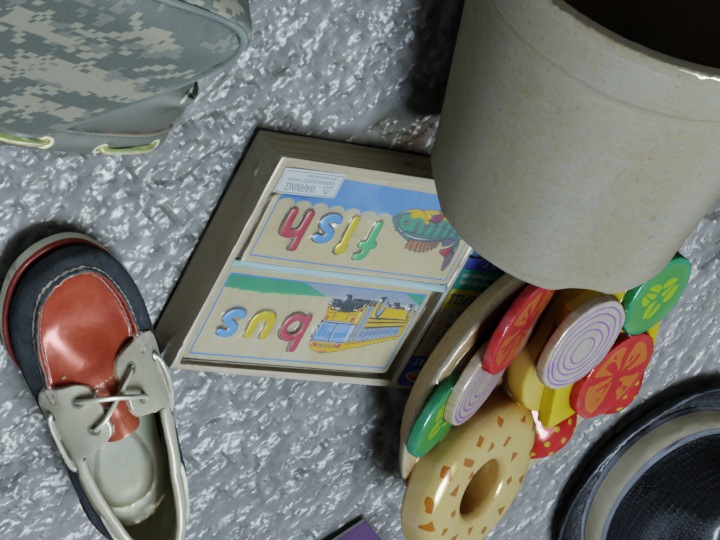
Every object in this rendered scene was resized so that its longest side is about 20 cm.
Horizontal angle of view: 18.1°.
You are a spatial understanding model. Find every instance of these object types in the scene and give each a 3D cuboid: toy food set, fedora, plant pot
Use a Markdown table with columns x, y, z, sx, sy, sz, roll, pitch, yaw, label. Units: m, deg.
| x | y | z | sx | sy | sz | roll | pitch | yaw | label |
| --- | --- | --- | --- | --- | --- | --- | --- | --- | --- |
| 0.098 | 0.061 | 1.257 | 0.200 | 0.049 | 0.198 | -28 | 146 | -28 | toy food set |
| 0.221 | 0.171 | 1.442 | 0.200 | 0.092 | 0.201 | -22 | 137 | -22 | fedora |
| 0.121 | -0.095 | 1.067 | 0.200 | 0.201 | 0.184 | -13 | 144 | -29 | plant pot |

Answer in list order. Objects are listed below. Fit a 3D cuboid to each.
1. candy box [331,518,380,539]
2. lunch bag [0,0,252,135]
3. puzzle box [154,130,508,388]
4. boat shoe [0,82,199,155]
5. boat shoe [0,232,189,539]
| x | y | z | sx | sy | sz | roll | pitch | yaw | label |
| --- | --- | --- | --- | --- | --- | --- | --- | --- | --- |
| -0.027 | 0.267 | 1.358 | 0.167 | 0.072 | 0.200 | -31 | 140 | -10 | candy box |
| -0.141 | -0.161 | 0.816 | 0.139 | 0.168 | 0.200 | -20 | 156 | 38 | lunch bag |
| 0.000 | 0.000 | 1.169 | 0.200 | 0.025 | 0.133 | 6 | 123 | -41 | puzzle box |
| -0.156 | -0.080 | 0.938 | 0.201 | 0.072 | 0.060 | -1 | 129 | -36 | boat shoe |
| -0.124 | 0.066 | 1.105 | 0.071 | 0.063 | 0.200 | -24 | 136 | -15 | boat shoe |
